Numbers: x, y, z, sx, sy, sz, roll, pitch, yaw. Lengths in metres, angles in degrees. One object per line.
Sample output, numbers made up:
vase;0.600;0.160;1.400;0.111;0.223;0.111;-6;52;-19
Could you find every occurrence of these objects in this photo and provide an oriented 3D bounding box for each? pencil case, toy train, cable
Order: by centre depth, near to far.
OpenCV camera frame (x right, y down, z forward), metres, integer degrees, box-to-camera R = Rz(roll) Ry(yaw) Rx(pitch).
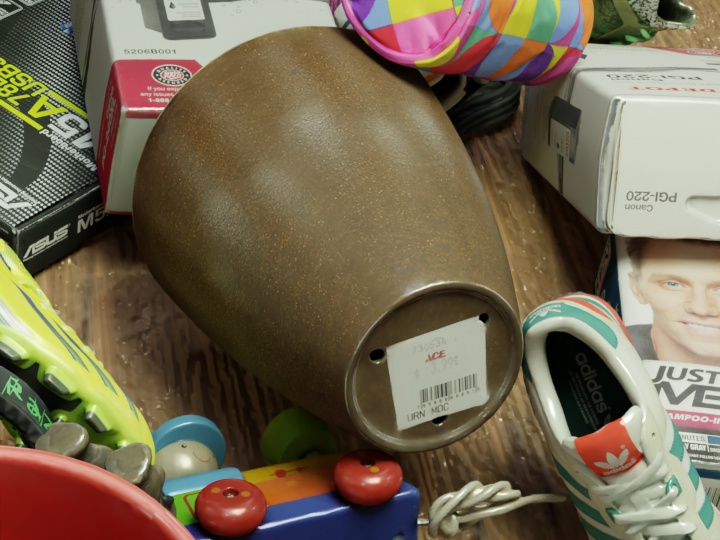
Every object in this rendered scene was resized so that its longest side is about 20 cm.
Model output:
toy train;-0.010;0.109;0.904;0.198;0.085;0.116;-10;31;-21
pencil case;0.063;-0.151;0.996;0.088;0.089;0.200;30;13;23
cable;0.046;-0.076;1.164;0.096;0.051;0.200;2;26;18

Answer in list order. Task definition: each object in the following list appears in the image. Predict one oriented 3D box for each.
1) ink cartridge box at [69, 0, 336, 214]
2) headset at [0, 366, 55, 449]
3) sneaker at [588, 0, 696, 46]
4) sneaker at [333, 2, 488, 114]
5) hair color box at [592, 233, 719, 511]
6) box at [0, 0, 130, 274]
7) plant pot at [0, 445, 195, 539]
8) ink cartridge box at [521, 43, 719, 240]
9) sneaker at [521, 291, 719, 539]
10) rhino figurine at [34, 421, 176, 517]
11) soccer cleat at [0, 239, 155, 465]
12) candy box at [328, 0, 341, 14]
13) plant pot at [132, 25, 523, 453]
ink cartridge box;-0.092;-0.129;1.084;0.144;0.084;0.201;-1;44;-17
headset;-0.237;0.102;0.843;0.199;0.124;0.094;-22;32;2
sneaker;0.173;-0.170;1.175;0.088;0.200;0.077;30;67;3
sneaker;0.042;-0.133;1.149;0.080;0.078;0.200;57;15;9
hair color box;0.188;0.057;1.005;0.099;0.061;0.201;7;40;-3
box;-0.211;-0.096;1.118;0.199;0.048;0.193;33;43;25
plant pot;-0.150;0.200;0.691;0.199;0.178;0.201;6;41;-5
ink cartridge box;0.190;-0.083;1.092;0.144;0.086;0.200;1;18;-9
sneaker;0.128;0.104;0.865;0.070;0.093;0.201;-26;81;14
rhino figurine;-0.169;0.143;0.800;0.199;0.088;0.060;-31;52;-3
soccer cleat;-0.169;0.025;0.869;0.200;0.065;0.084;43;36;-12
candy box;-0.007;-0.233;1.300;0.198;0.061;0.137;2;42;-8
plant pot;0.000;0.000;0.911;0.185;0.188;0.200;-9;32;-20
